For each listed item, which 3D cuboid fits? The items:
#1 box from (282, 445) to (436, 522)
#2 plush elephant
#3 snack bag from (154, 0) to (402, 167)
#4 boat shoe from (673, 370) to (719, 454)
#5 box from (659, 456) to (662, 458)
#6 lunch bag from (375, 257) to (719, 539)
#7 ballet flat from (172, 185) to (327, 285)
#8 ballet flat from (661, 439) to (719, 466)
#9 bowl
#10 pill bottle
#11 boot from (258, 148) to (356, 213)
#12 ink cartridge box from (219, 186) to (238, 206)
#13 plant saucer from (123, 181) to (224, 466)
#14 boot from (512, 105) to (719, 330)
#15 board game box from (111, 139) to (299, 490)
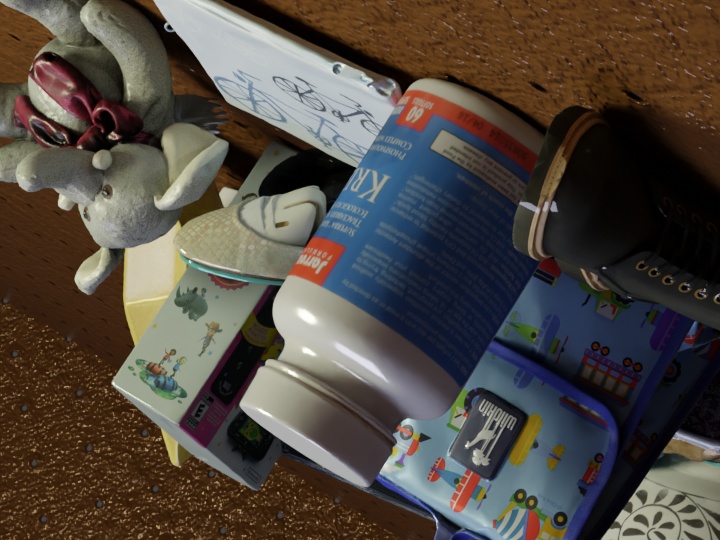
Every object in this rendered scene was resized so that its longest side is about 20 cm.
[{"bbox_3d":[0.020,0.139,1.906,0.157,0.051,0.200,26,175,-16],"label":"box"},{"bbox_3d":[-0.168,-0.078,1.683,0.199,0.165,0.155,21,-142,-28],"label":"plush elephant"},{"bbox_3d":[-0.032,-0.107,1.544,0.188,0.021,0.200,28,170,23],"label":"snack bag"},{"bbox_3d":[0.181,0.067,1.542,0.199,0.072,0.068,30,-178,19],"label":"boat shoe"},{"bbox_3d":[0.197,0.175,1.972,0.200,0.105,0.184,36,170,-18],"label":"box"},{"bbox_3d":[0.095,0.071,1.482,0.150,0.200,0.094,27,170,27],"label":"lunch bag"},{"bbox_3d":[-0.012,-0.022,1.610,0.199,0.063,0.068,9,-152,-3],"label":"ballet flat"},{"bbox_3d":[0.192,0.086,1.692,0.072,0.068,0.200,54,167,-7],"label":"ballet flat"},{"bbox_3d":[0.238,0.168,1.753,0.200,0.095,0.201,11,-175,-1],"label":"bowl"},{"bbox_3d":[0.023,0.009,1.402,0.112,0.200,0.112,31,170,6],"label":"pill bottle"},{"bbox_3d":[0.001,0.000,1.731,0.164,0.066,0.200,-17,142,35],"label":"boot"},{"bbox_3d":[-0.027,0.031,2.030,0.200,0.088,0.145,36,170,-29],"label":"ink cartridge box"},{"bbox_3d":[-0.127,0.003,1.903,0.200,0.048,0.201,-113,22,-50],"label":"plant saucer"},{"bbox_3d":[0.158,-0.013,1.281,0.138,0.078,0.200,25,-178,19],"label":"boot"},{"bbox_3d":[-0.066,0.032,1.812,0.064,0.200,0.148,27,169,27],"label":"board game box"}]
